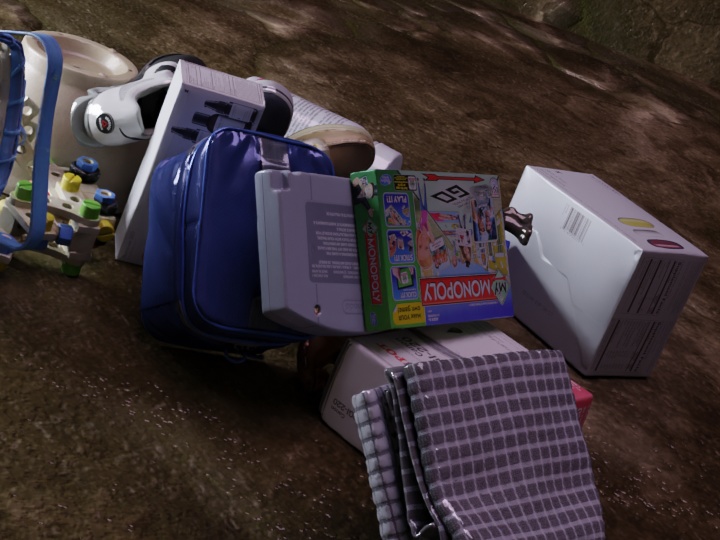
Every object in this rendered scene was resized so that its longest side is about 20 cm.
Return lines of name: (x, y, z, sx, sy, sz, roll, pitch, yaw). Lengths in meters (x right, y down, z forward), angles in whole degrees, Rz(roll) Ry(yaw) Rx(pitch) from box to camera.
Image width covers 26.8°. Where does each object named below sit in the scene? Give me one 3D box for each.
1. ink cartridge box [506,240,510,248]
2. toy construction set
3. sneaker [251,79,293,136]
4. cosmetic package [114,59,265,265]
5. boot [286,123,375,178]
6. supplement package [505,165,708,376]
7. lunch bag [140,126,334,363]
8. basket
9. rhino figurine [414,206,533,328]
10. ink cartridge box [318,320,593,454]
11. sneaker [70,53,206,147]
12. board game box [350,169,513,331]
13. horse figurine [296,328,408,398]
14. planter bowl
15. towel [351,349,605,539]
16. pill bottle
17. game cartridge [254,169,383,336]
ink cartridge box: (0.081, -0.008, 1.631, 0.136, 0.076, 0.200, 24, 19, 4)
toy construction set: (-0.294, -0.072, 1.388, 0.131, 0.092, 0.200, 6, 43, -31)
sneaker: (-0.142, -0.103, 1.480, 0.078, 0.200, 0.079, 35, 33, -31)
cosmetic package: (-0.162, -0.091, 1.410, 0.083, 0.200, 0.051, 15, 31, -17)
boot: (-0.050, -0.079, 1.557, 0.200, 0.072, 0.155, -13, 39, -24)
supplement package: (0.251, -0.001, 1.662, 0.111, 0.156, 0.200, 4, 27, -40)
lunch bag: (-0.102, -0.017, 1.293, 0.136, 0.200, 0.132, 8, -16, -28)
basket: (-0.331, -0.119, 1.250, 0.200, 0.176, 0.139, 14, 12, 27)
rhino figurine: (0.102, 0.013, 1.489, 0.087, 0.200, 0.060, 22, -18, -1)
ink cartridge box: (0.085, 0.117, 1.315, 0.146, 0.085, 0.200, 35, 26, 32)
sneaker: (-0.190, -0.165, 1.487, 0.088, 0.074, 0.200, 0, 24, 29)
board game box: (0.067, -0.019, 1.328, 0.029, 0.135, 0.200, -8, -3, 36)
horse figurine: (-0.012, 0.025, 1.384, 0.133, 0.200, 0.050, 7, -18, -35)
planter bowl: (-0.301, -0.161, 1.539, 0.200, 0.135, 0.200, 20, 22, -8)
towel: (0.097, 0.145, 1.132, 0.086, 0.166, 0.200, -20, -12, 41)
pill bottle: (-0.060, -0.134, 1.738, 0.200, 0.113, 0.113, 26, 21, 11)
game cartridge: (-0.016, -0.011, 1.266, 0.040, 0.133, 0.200, -11, -9, 35)
